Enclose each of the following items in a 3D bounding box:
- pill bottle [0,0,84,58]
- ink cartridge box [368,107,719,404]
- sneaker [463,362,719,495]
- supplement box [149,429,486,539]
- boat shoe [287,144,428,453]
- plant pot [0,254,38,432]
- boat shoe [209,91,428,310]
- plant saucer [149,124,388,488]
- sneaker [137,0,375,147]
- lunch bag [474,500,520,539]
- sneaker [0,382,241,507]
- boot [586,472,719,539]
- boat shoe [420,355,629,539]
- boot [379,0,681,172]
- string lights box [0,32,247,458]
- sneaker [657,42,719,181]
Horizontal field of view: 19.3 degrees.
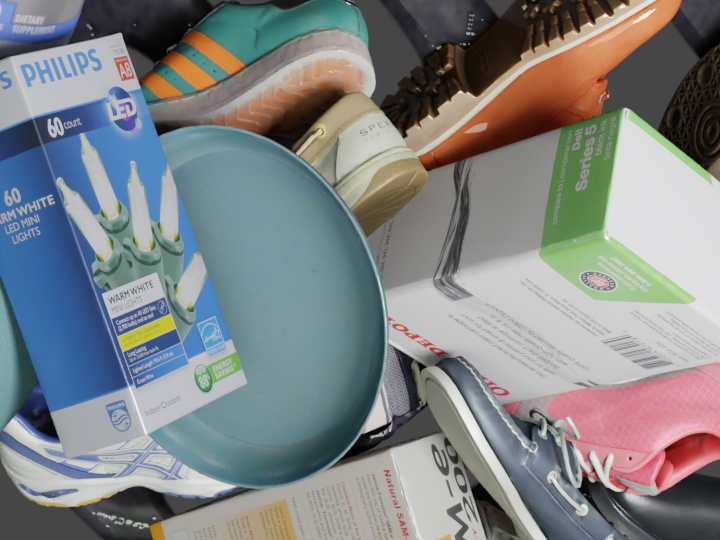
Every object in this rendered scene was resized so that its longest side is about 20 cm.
[{"bbox_3d":[-0.175,-0.222,1.102,0.113,0.114,0.201,17,118,-12],"label":"pill bottle"},{"bbox_3d":[0.110,-0.001,1.192,0.199,0.085,0.145,-15,143,43],"label":"ink cartridge box"},{"bbox_3d":[0.152,0.101,1.300,0.198,0.087,0.074,-19,143,17],"label":"sneaker"},{"bbox_3d":[-0.020,0.185,1.298,0.199,0.073,0.127,-19,86,34],"label":"supplement box"},{"bbox_3d":[0.000,0.000,1.273,0.092,0.074,0.202,-22,105,-36],"label":"boat shoe"},{"bbox_3d":[-0.255,0.025,1.132,0.198,0.189,0.201,2,129,2],"label":"plant pot"},{"bbox_3d":[-0.044,-0.029,1.187,0.200,0.074,0.067,-36,74,34],"label":"boat shoe"},{"bbox_3d":[-0.065,0.018,1.151,0.199,0.027,0.202,9,109,29],"label":"plant saucer"},{"bbox_3d":[-0.086,-0.101,1.200,0.198,0.080,0.072,-21,137,12],"label":"sneaker"},{"bbox_3d":[0.118,0.249,1.370,0.199,0.140,0.168,24,116,-16],"label":"lunch bag"},{"bbox_3d":[-0.128,0.091,1.293,0.198,0.076,0.089,-12,139,3],"label":"sneaker"},{"bbox_3d":[0.264,0.109,1.340,0.164,0.066,0.200,30,117,-28],"label":"boot"},{"bbox_3d":[0.105,0.120,1.248,0.062,0.075,0.201,-37,111,-5],"label":"boat shoe"},{"bbox_3d":[0.117,-0.106,1.214,0.199,0.075,0.107,-34,119,24],"label":"boot"},{"bbox_3d":[-0.140,-0.015,1.110,0.059,0.103,0.202,-18,94,31],"label":"string lights box"},{"bbox_3d":[0.214,-0.052,1.258,0.075,0.071,0.201,7,126,-26],"label":"sneaker"}]
